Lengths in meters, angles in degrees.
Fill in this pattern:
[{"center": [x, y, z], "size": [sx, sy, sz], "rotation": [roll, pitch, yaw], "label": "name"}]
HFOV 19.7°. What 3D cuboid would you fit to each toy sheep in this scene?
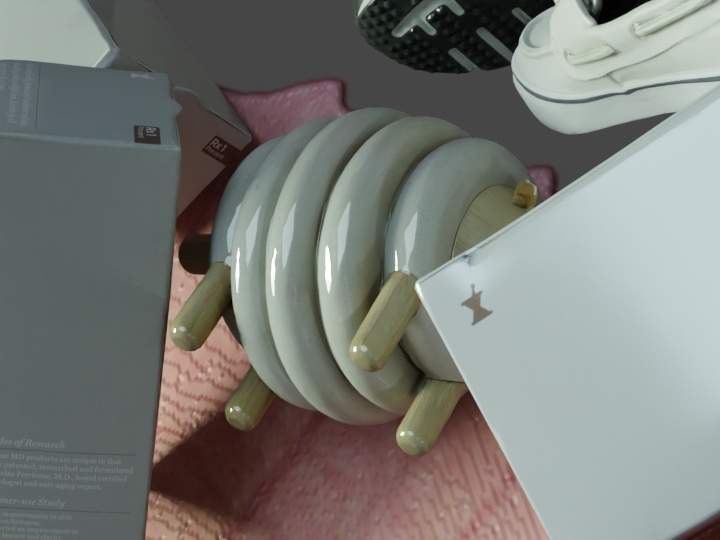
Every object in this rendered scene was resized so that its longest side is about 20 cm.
[{"center": [0.000, 0.000, 0.826], "size": [0.199, 0.138, 0.139], "rotation": [8, 76, 35], "label": "toy sheep"}]

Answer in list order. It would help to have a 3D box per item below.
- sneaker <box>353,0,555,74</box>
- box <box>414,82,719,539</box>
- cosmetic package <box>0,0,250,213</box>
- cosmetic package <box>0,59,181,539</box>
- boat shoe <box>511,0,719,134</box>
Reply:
[{"center": [0.081, -0.154, 0.834], "size": [0.199, 0.074, 0.080], "rotation": [-32, 44, 15], "label": "sneaker"}, {"center": [0.137, 0.013, 0.661], "size": [0.152, 0.200, 0.107], "rotation": [-34, 75, 22], "label": "box"}, {"center": [-0.148, -0.113, 0.987], "size": [0.090, 0.107, 0.200], "rotation": [-43, 50, 13], "label": "cosmetic package"}, {"center": [-0.123, 0.022, 0.861], "size": [0.107, 0.090, 0.201], "rotation": [-111, 24, -69], "label": "cosmetic package"}, {"center": [0.101, -0.093, 0.738], "size": [0.072, 0.066, 0.200], "rotation": [-43, 18, -10], "label": "boat shoe"}]
